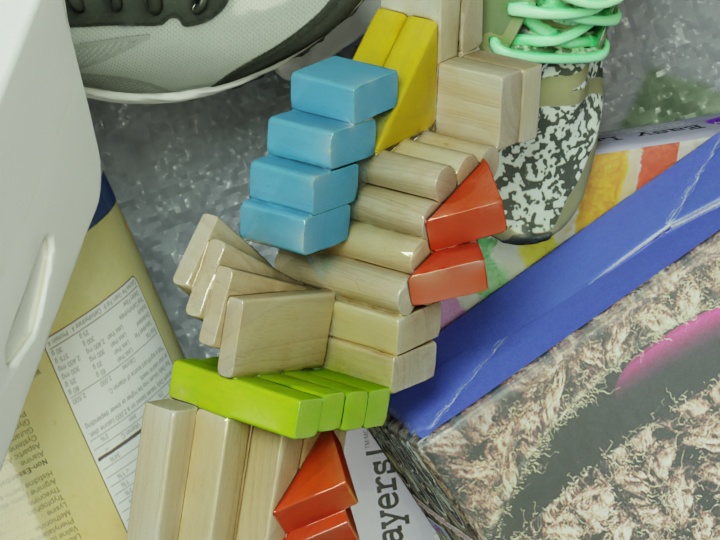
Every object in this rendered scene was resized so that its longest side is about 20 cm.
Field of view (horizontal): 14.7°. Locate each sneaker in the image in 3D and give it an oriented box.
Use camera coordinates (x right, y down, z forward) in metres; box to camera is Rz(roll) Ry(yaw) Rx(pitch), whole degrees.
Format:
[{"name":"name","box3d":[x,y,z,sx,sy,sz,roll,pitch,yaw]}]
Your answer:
[{"name":"sneaker","box3d":[-0.090,-0.084,0.805,0.199,0.079,0.074,-6,91,-11]},{"name":"sneaker","box3d":[0.058,-0.097,0.839,0.076,0.089,0.201,-7,113,-21]}]

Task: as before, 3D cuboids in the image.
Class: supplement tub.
[{"name":"supplement tub","box3d":[-0.114,0.069,0.852,0.144,0.144,0.201,-24,102,-9]}]

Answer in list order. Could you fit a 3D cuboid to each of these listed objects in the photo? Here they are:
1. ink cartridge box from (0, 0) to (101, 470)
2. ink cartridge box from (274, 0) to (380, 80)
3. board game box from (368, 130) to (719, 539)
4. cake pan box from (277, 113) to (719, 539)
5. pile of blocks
[{"name":"ink cartridge box","box3d":[-0.182,-0.016,0.718,0.199,0.147,0.085,5,137,9]},{"name":"ink cartridge box","box3d":[-0.027,-0.169,0.880,0.116,0.067,0.200,-35,104,-7]},{"name":"board game box","box3d":[0.122,0.082,0.881,0.159,0.097,0.200,-35,103,-6]},{"name":"cake pan box","box3d":[0.071,0.055,0.942,0.183,0.052,0.201,-7,99,-10]},{"name":"pile of blocks","box3d":[0.000,0.000,0.796,0.082,0.062,0.201,39,70,-55]}]
